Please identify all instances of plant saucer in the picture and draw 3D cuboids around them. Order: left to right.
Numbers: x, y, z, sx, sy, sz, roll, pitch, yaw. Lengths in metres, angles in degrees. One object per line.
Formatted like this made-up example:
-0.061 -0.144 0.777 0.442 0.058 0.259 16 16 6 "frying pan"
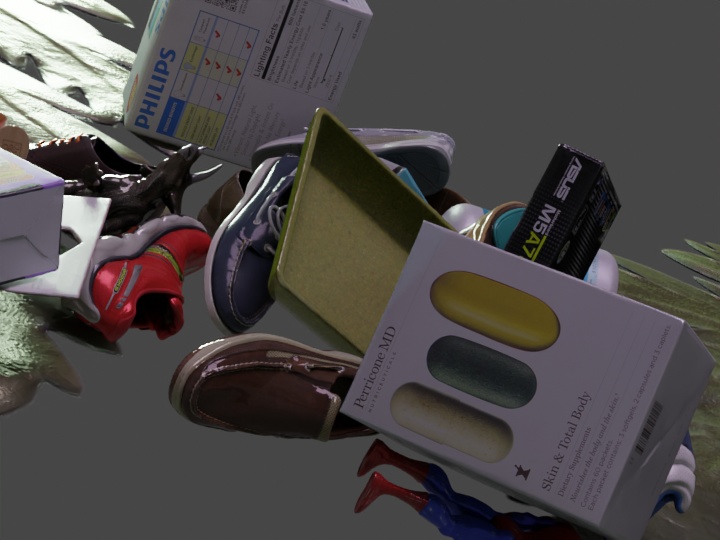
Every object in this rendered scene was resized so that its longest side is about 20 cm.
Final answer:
0.000 0.000 1.498 0.200 0.048 0.200 41 40 -28 "plant saucer"

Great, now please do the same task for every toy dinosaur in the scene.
-0.220 -0.053 1.518 0.199 0.077 0.102 -12 -9 31 "toy dinosaur"

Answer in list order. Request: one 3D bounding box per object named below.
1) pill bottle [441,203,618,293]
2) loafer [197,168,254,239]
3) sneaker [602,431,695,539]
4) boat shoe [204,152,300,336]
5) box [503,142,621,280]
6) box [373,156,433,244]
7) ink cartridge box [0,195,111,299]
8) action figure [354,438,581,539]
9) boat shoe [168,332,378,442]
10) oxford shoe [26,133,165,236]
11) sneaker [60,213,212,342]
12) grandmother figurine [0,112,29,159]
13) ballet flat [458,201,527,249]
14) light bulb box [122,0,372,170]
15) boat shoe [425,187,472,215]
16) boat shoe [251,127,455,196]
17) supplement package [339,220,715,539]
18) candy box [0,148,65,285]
0.127 0.006 1.678 0.199 0.111 0.111 19 20 -10 "pill bottle"
-0.067 -0.025 1.620 0.200 0.068 0.076 34 24 29 "loafer"
0.155 0.152 1.393 0.199 0.147 0.081 -15 -20 4 "sneaker"
-0.071 -0.025 1.524 0.062 0.075 0.200 -12 33 31 "boat shoe"
0.146 0.007 1.495 0.047 0.194 0.200 25 -3 14 "box"
0.001 -0.060 1.671 0.049 0.082 0.200 56 -4 -13 "box"
-0.284 -0.011 1.353 0.175 0.045 0.200 8 22 -3 "ink cartridge box"
0.090 0.184 1.288 0.199 0.052 0.065 23 25 -11 "action figure"
-0.044 0.090 1.336 0.202 0.075 0.075 1 21 -44 "boat shoe"
-0.260 -0.094 1.589 0.199 0.073 0.071 20 21 -5 "oxford shoe"
-0.167 0.015 1.446 0.085 0.077 0.200 47 26 7 "sneaker"
-0.337 -0.101 1.467 0.121 0.061 0.200 19 -7 -38 "grandmother figurine"
0.092 -0.010 1.526 0.063 0.069 0.200 -1 19 25 "ballet flat"
-0.119 -0.220 1.868 0.199 0.199 0.125 17 19 -16 "light bulb box"
0.078 -0.047 1.816 0.063 0.073 0.200 30 9 -44 "boat shoe"
-0.007 -0.108 1.808 0.201 0.075 0.065 -4 27 14 "boat shoe"
0.121 0.083 1.293 0.199 0.152 0.151 22 -6 22 "supplement package"
-0.334 -0.049 1.275 0.200 0.072 0.167 26 28 36 "candy box"
